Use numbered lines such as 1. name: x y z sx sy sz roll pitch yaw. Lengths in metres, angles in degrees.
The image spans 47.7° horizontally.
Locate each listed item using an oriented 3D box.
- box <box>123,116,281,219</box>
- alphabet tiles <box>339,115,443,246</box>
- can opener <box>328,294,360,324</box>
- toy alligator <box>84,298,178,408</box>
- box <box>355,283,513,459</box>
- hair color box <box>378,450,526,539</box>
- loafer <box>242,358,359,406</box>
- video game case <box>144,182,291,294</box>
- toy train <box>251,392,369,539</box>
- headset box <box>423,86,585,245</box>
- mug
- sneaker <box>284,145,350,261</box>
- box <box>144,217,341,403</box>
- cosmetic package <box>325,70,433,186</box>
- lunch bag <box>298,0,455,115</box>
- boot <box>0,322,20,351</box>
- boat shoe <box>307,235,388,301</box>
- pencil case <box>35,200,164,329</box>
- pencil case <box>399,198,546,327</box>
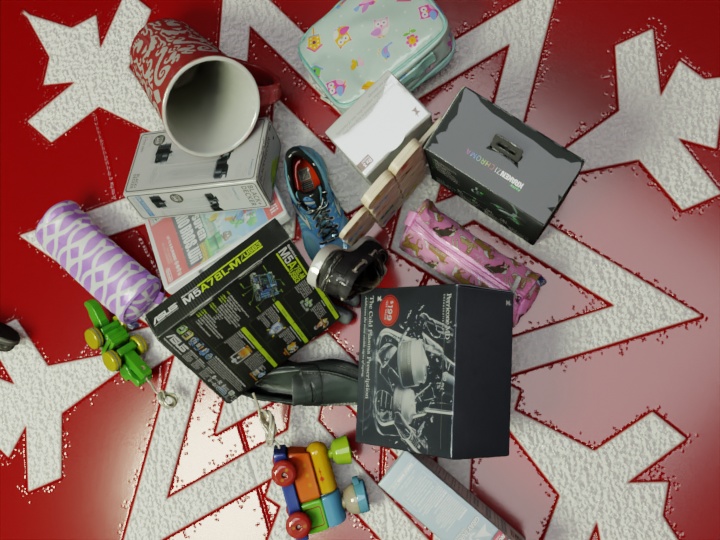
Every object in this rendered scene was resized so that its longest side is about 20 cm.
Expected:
1. box: -0.216 -0.140 1.127 0.197 0.060 0.118 -6 55 14
2. alphabet tiles: 0.047 -0.108 1.046 0.015 0.200 0.196 41 91 8
3. can opener: -0.095 0.013 1.132 0.198 0.066 0.053 24 86 2
4. toy alligator: -0.334 0.129 1.160 0.200 0.059 0.054 49 135 9
5. box: 0.090 0.122 1.020 0.181 0.103 0.203 -5 80 51
6. hair color box: 0.121 0.312 1.046 0.199 0.099 0.061 39 91 10
7. loafer: -0.075 0.157 1.099 0.197 0.071 0.069 6 118 11
8. video game case: -0.204 -0.072 1.142 0.198 0.017 0.144 -31 53 5
9. toy train: -0.063 0.245 1.081 0.114 0.085 0.203 -15 93 -5
10. headset box: 0.177 -0.127 1.028 0.173 0.200 0.093 34 91 11
11. mug: -0.220 -0.252 1.117 0.134 0.176 0.200 -58 43 15
12. sneaker: -0.062 -0.079 1.115 0.078 0.090 0.202 -26 83 6
13. box: -0.136 0.057 1.007 0.193 0.201 0.048 -39 55 -6
14. cosmetic package: 0.034 -0.167 1.053 0.113 0.200 0.081 -43 80 2
15. lunch bag: 0.022 -0.301 1.117 0.199 0.077 0.161 -37 67 5
16. boot: -0.595 0.157 1.194 0.197 0.069 0.177 7 88 17
17. boat shoe: 0.000 0.000 1.029 0.060 0.200 0.075 29 100 16
18. pencil case: -0.369 -0.014 1.158 0.200 0.085 0.084 42 116 8
19. pencil case: 0.143 -0.011 1.076 0.199 0.087 0.083 36 55 12
